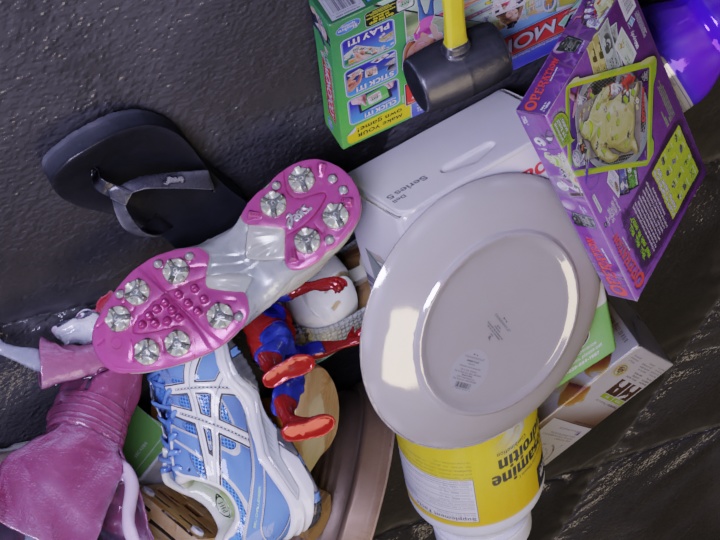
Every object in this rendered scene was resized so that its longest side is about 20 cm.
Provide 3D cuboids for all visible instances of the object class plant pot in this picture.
[{"bbox_3d":[-0.044,0.180,1.542,0.092,0.201,0.201,15,137,-8],"label":"plant pot"}]

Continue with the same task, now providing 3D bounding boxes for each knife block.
[{"bbox_3d":[-0.152,0.243,1.389,0.176,0.064,0.200,-57,162,5],"label":"knife block"}]

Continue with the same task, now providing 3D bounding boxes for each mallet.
[{"bbox_3d":[0.063,-0.175,1.140,0.066,0.041,0.200,-21,146,-17],"label":"mallet"}]

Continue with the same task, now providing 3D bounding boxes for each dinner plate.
[{"bbox_3d":[0.088,0.032,1.280,0.200,0.024,0.201,-15,120,-28],"label":"dinner plate"}]

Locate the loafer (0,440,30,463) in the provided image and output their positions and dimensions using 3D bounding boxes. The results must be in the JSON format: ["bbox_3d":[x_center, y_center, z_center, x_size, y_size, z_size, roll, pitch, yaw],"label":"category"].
[{"bbox_3d":[-0.255,0.162,1.385,0.072,0.063,0.200,-44,149,23],"label":"loafer"}]

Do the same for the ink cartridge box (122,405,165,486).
[{"bbox_3d":[-0.174,0.178,1.420,0.104,0.059,0.200,-51,161,-16],"label":"ink cartridge box"}]

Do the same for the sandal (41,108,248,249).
[{"bbox_3d":[-0.122,-0.048,1.205,0.076,0.043,0.200,-40,151,14],"label":"sandal"}]

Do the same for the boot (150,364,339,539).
[{"bbox_3d":[-0.092,0.115,1.401,0.071,0.144,0.202,-52,157,-34],"label":"boot"}]

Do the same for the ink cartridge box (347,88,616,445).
[{"bbox_3d":[0.085,-0.003,1.331,0.145,0.084,0.201,-30,126,-20],"label":"ink cartridge box"}]

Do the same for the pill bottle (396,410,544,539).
[{"bbox_3d":[0.085,0.135,1.487,0.112,0.112,0.200,-24,134,-14],"label":"pill bottle"}]

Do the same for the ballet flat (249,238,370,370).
[{"bbox_3d":[0.000,0.000,1.379,0.200,0.072,0.072,-32,152,-10],"label":"ballet flat"}]

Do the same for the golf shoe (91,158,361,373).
[{"bbox_3d":[-0.082,0.008,1.249,0.200,0.075,0.092,-32,169,-1],"label":"golf shoe"}]

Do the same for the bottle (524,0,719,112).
[{"bbox_3d":[0.209,-0.145,1.354,0.200,0.065,0.084,-37,142,8],"label":"bottle"}]

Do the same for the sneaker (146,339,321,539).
[{"bbox_3d":[-0.107,0.104,1.299,0.077,0.200,0.076,-31,173,-29],"label":"sneaker"}]

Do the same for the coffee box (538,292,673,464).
[{"bbox_3d":[0.145,0.090,1.614,0.200,0.115,0.080,-41,150,15],"label":"coffee box"}]

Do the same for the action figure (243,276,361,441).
[{"bbox_3d":[-0.028,0.045,1.266,0.099,0.200,0.065,-18,108,-7],"label":"action figure"}]

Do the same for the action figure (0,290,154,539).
[{"bbox_3d":[-0.180,0.103,1.252,0.148,0.201,0.134,1,154,24],"label":"action figure"}]

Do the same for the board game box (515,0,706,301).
[{"bbox_3d":[0.172,-0.085,1.277,0.120,0.032,0.200,-61,142,-26],"label":"board game box"}]

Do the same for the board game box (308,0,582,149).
[{"bbox_3d":[0.066,-0.165,1.223,0.199,0.029,0.135,-26,150,-11],"label":"board game box"}]
